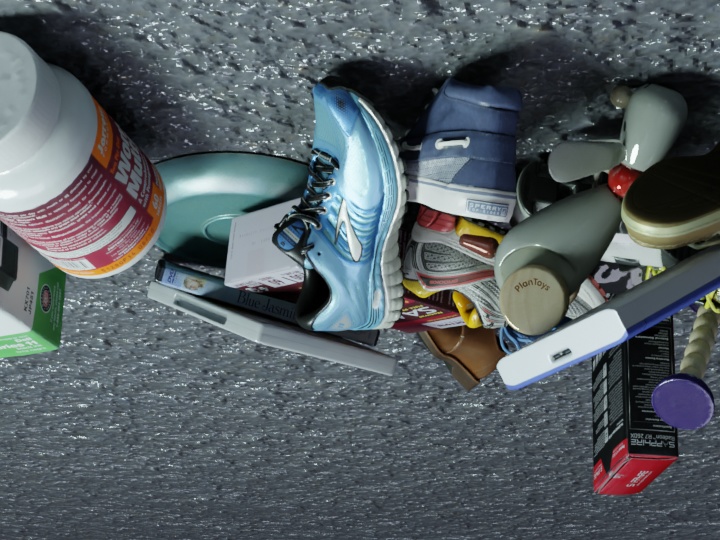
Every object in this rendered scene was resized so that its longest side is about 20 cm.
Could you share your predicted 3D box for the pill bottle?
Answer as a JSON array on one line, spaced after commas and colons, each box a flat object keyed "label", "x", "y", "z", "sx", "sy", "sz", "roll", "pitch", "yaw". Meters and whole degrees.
[{"label": "pill bottle", "x": -0.222, "y": -0.079, "z": 0.976, "sx": 0.108, "sy": 0.111, "sz": 0.200, "roll": -5, "pitch": 157, "yaw": 14}]

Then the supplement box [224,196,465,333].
[{"label": "supplement box", "x": 0.000, "y": 0.000, "z": 1.134, "sx": 0.199, "sy": 0.062, "sz": 0.108, "roll": 15, "pitch": 163, "yaw": -35}]

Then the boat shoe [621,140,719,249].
[{"label": "boat shoe", "x": 0.248, "y": -0.046, "z": 0.967, "sx": 0.073, "sy": 0.064, "sz": 0.200, "roll": 23, "pitch": -147, "yaw": 31}]

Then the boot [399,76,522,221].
[{"label": "boot", "x": 0.063, "y": -0.092, "z": 0.996, "sx": 0.072, "sy": 0.091, "sz": 0.200, "roll": 7, "pitch": -174, "yaw": -23}]

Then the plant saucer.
[{"label": "plant saucer", "x": -0.102, "y": -0.043, "z": 1.168, "sx": 0.198, "sy": 0.028, "sz": 0.200, "roll": 2, "pitch": 158, "yaw": 1}]

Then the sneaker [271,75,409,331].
[{"label": "sneaker", "x": -0.019, "y": -0.039, "z": 0.984, "sx": 0.089, "sy": 0.202, "sz": 0.078, "roll": -14, "pitch": -152, "yaw": -21}]

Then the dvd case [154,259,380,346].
[{"label": "dvd case", "x": -0.087, "y": 0.027, "z": 1.229, "sx": 0.198, "sy": 0.018, "sz": 0.143, "roll": 17, "pitch": 180, "yaw": -9}]

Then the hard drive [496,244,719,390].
[{"label": "hard drive", "x": 0.204, "y": 0.021, "z": 0.965, "sx": 0.199, "sy": 0.026, "sz": 0.132, "roll": -24, "pitch": 174, "yaw": -36}]

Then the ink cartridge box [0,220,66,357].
[{"label": "ink cartridge box", "x": -0.302, "y": -0.035, "z": 1.038, "sx": 0.082, "sy": 0.148, "sz": 0.200, "roll": -6, "pitch": 158, "yaw": 15}]

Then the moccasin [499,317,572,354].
[{"label": "moccasin", "x": 0.162, "y": 0.051, "z": 1.302, "sx": 0.068, "sy": 0.081, "sz": 0.200, "roll": -20, "pitch": 150, "yaw": 19}]

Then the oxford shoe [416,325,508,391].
[{"label": "oxford shoe", "x": 0.090, "y": 0.050, "z": 1.357, "sx": 0.071, "sy": 0.072, "sz": 0.200, "roll": -35, "pitch": 147, "yaw": 9}]

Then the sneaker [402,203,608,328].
[{"label": "sneaker", "x": 0.115, "y": 0.010, "z": 1.113, "sx": 0.199, "sy": 0.083, "sz": 0.078, "roll": 21, "pitch": -171, "yaw": -27}]

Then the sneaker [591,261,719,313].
[{"label": "sneaker", "x": 0.281, "y": -0.005, "z": 1.145, "sx": 0.198, "sy": 0.085, "sz": 0.075, "roll": -9, "pitch": 133, "yaw": 10}]

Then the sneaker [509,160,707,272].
[{"label": "sneaker", "x": 0.213, "y": -0.040, "z": 1.110, "sx": 0.198, "sy": 0.075, "sz": 0.089, "roll": 15, "pitch": 164, "yaw": -4}]

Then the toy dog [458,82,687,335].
[{"label": "toy dog", "x": 0.145, "y": -0.052, "z": 0.995, "sx": 0.096, "sy": 0.201, "sz": 0.132, "roll": 32, "pitch": 173, "yaw": 7}]

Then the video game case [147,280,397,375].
[{"label": "video game case", "x": -0.079, "y": 0.048, "z": 1.182, "sx": 0.142, "sy": 0.018, "sz": 0.199, "roll": 17, "pitch": 180, "yaw": -35}]

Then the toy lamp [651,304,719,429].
[{"label": "toy lamp", "x": 0.293, "y": 0.051, "z": 1.174, "sx": 0.058, "sy": 0.200, "sz": 0.059, "roll": 13, "pitch": 127, "yaw": 18}]

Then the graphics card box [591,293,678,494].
[{"label": "graphics card box", "x": 0.244, "y": 0.089, "z": 1.240, "sx": 0.050, "sy": 0.202, "sz": 0.126, "roll": 3, "pitch": 157, "yaw": -3}]
